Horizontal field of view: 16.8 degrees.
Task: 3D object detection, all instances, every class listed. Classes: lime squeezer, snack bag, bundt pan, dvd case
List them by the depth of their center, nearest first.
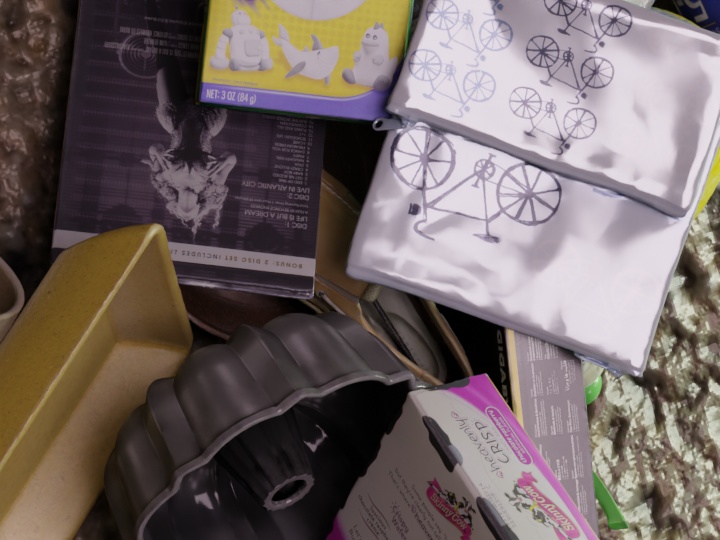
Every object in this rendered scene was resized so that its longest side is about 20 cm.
[{"bbox_3d":[0.100,-0.060,1.347,0.188,0.021,0.201,20,89,-4],"label":"snack bag"},{"bbox_3d":[-0.057,0.096,1.372,0.201,0.202,0.076,-17,59,-27],"label":"bundt pan"},{"bbox_3d":[-0.093,-0.086,1.386,0.148,0.016,0.201,6,68,-7],"label":"dvd case"},{"bbox_3d":[0.145,0.080,1.534,0.038,0.070,0.200,42,44,-28],"label":"lime squeezer"}]

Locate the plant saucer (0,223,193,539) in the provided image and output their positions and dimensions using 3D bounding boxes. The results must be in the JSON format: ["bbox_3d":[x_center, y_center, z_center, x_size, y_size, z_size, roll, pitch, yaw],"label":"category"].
[{"bbox_3d":[-0.169,0.079,1.325,0.048,0.200,0.200,29,73,12],"label":"plant saucer"}]

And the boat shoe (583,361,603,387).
[{"bbox_3d":[0.156,-0.016,1.548,0.200,0.072,0.062,-60,151,-25],"label":"boat shoe"}]

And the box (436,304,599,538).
[{"bbox_3d":[0.094,0.113,1.449,0.049,0.160,0.201,-6,92,-11],"label":"box"}]

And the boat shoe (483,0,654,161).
[{"bbox_3d":[0.130,-0.133,1.402,0.202,0.086,0.075,-43,124,-22],"label":"boat shoe"}]

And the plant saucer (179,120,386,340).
[{"bbox_3d":[-0.057,-0.053,1.451,0.200,0.037,0.201,1,89,-27],"label":"plant saucer"}]

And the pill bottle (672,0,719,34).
[{"bbox_3d":[0.261,-0.171,1.524,0.119,0.120,0.201,-32,96,-25],"label":"pill bottle"}]

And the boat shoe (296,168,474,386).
[{"bbox_3d":[0.000,0.000,1.414,0.200,0.076,0.072,46,72,-15],"label":"boat shoe"}]

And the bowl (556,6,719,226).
[{"bbox_3d":[0.134,-0.059,1.469,0.200,0.200,0.108,-40,136,-23],"label":"bowl"}]

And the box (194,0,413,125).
[{"bbox_3d":[-0.025,-0.186,1.364,0.117,0.048,0.201,5,90,-7],"label":"box"}]

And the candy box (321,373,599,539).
[{"bbox_3d":[0.046,0.175,1.379,0.061,0.200,0.137,-12,56,-35],"label":"candy box"}]

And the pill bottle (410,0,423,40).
[{"bbox_3d":[0.018,-0.220,1.453,0.114,0.114,0.200,-42,107,-22],"label":"pill bottle"}]

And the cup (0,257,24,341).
[{"bbox_3d":[-0.293,0.038,1.256,0.200,0.200,0.144,20,104,-25],"label":"cup"}]
